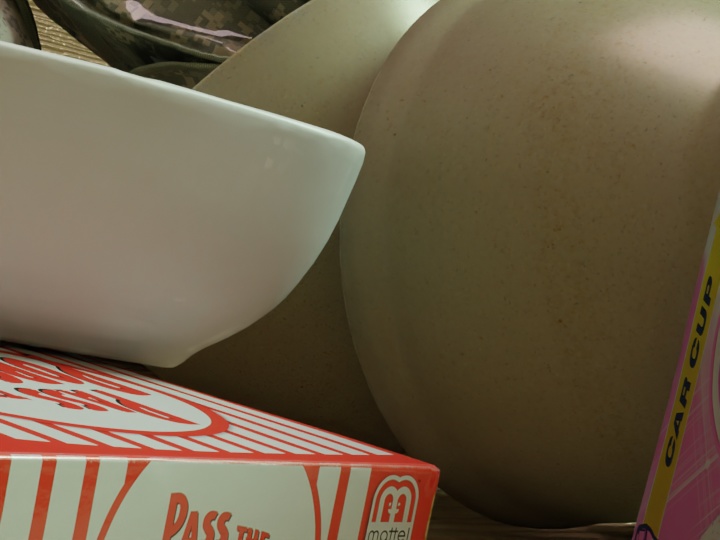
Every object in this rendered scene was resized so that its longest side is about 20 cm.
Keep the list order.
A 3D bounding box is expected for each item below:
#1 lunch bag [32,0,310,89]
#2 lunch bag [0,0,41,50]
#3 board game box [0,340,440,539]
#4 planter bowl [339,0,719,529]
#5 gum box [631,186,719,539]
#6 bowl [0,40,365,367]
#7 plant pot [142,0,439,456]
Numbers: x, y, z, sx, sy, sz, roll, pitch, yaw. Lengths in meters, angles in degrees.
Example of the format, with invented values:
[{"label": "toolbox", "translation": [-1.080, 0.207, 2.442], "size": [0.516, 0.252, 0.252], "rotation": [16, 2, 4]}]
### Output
[{"label": "lunch bag", "translation": [-0.061, -0.119, 0.862], "size": [0.200, 0.118, 0.164], "rotation": [37, -1, 24]}, {"label": "lunch bag", "translation": [-0.221, -0.062, 0.774], "size": [0.139, 0.169, 0.200], "rotation": [13, 3, 19]}, {"label": "board game box", "translation": [-0.106, 0.042, 0.437], "size": [0.199, 0.047, 0.151], "rotation": [14, 3, 37]}, {"label": "planter bowl", "translation": [0.110, -0.011, 0.619], "size": [0.200, 0.201, 0.134], "rotation": [10, -9, -39]}, {"label": "gum box", "translation": [0.134, 0.015, 0.464], "size": [0.066, 0.201, 0.113], "rotation": [12, 4, -15]}, {"label": "bowl", "translation": [-0.119, -0.026, 0.529], "size": [0.199, 0.075, 0.199], "rotation": [11, 1, -28]}, {"label": "plant pot", "translation": [0.005, -0.003, 0.718], "size": [0.135, 0.200, 0.200], "rotation": [51, 14, 13]}]
